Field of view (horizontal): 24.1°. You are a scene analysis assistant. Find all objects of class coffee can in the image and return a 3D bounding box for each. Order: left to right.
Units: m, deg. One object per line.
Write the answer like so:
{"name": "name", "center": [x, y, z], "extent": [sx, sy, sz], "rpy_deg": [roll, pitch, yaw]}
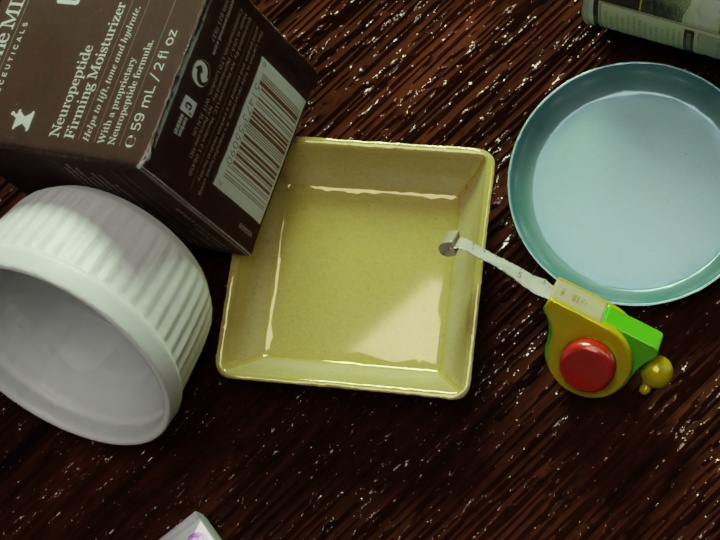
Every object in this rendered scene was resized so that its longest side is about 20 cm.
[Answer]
{"name": "coffee can", "center": [0.287, -0.234, 1.295], "extent": [0.199, 0.146, 0.147], "rpy_deg": [18, 77, 14]}

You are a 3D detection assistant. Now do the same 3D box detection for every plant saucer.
{"name": "plant saucer", "center": [0.000, 0.000, 1.321], "extent": [0.199, 0.048, 0.201], "rpy_deg": [5, 74, 11]}
{"name": "plant saucer", "center": [0.215, -0.066, 1.318], "extent": [0.199, 0.027, 0.202], "rpy_deg": [-2, 73, 8]}

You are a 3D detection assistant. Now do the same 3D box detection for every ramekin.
{"name": "ramekin", "center": [-0.206, 0.029, 1.271], "extent": [0.199, 0.201, 0.105], "rpy_deg": [20, 53, 15]}

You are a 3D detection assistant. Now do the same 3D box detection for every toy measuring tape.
{"name": "toy measuring tape", "center": [0.140, 0.043, 1.266], "extent": [0.199, 0.074, 0.074], "rpy_deg": [27, 79, 5]}

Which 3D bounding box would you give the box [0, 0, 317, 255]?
{"name": "box", "center": [-0.172, -0.128, 1.299], "extent": [0.199, 0.164, 0.167], "rpy_deg": [10, 73, 31]}

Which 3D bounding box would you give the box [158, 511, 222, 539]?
{"name": "box", "center": [-0.189, 0.260, 1.276], "extent": [0.200, 0.039, 0.042], "rpy_deg": [-37, 72, -3]}
